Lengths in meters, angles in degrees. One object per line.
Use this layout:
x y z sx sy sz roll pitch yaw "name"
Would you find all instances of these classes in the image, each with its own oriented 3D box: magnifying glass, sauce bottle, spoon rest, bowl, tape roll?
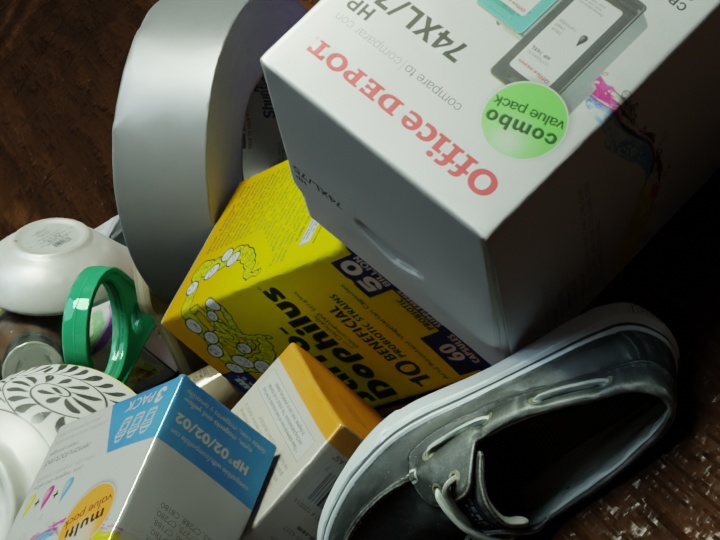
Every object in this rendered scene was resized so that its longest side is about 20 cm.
-0.146 0.029 1.366 0.022 0.080 0.200 0 9 16 "magnifying glass"
-0.218 0.050 1.411 0.065 0.065 0.200 -49 10 0 "sauce bottle"
-0.169 -0.015 1.431 0.099 0.061 0.199 24 40 39 "spoon rest"
-0.206 0.146 1.209 0.199 0.094 0.203 -7 75 26 "bowl"
-0.081 -0.076 1.334 0.066 0.201 0.201 2 45 22 "tape roll"

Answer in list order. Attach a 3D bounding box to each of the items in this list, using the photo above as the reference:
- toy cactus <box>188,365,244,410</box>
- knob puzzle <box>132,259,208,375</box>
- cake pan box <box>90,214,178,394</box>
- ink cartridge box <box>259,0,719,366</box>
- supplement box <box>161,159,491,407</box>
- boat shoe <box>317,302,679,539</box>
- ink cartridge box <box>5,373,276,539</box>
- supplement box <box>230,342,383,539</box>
-0.150 0.110 1.334 0.164 0.103 0.200 -36 12 5 "toy cactus"
-0.114 -0.049 1.381 0.030 0.221 0.221 2 46 22 "knob puzzle"
-0.168 0.019 1.564 0.183 0.052 0.201 -25 32 43 "cake pan box"
0.080 -0.086 0.994 0.200 0.146 0.146 -45 -25 -14 "ink cartridge box"
0.000 0.000 1.173 0.199 0.109 0.110 -21 34 52 "supplement box"
0.057 0.088 0.958 0.200 0.072 0.071 -39 18 20 "boat shoe"
-0.128 0.159 1.013 0.115 0.068 0.201 -25 34 45 "ink cartridge box"
-0.063 0.150 1.091 0.200 0.073 0.126 -48 22 4 "supplement box"
